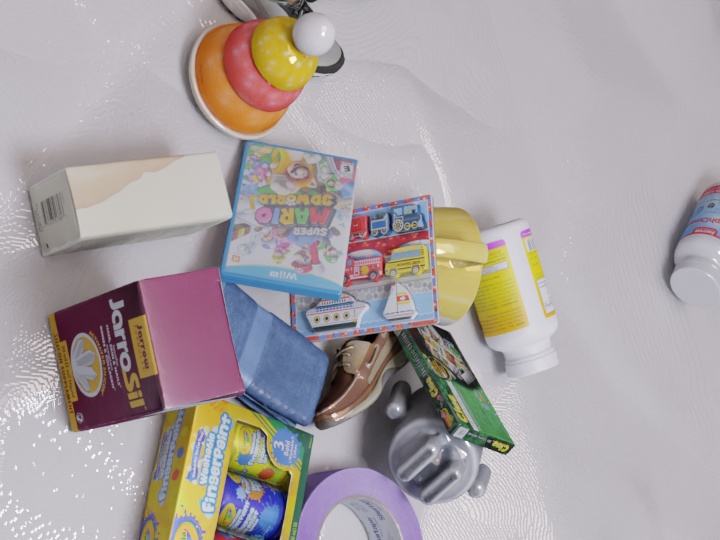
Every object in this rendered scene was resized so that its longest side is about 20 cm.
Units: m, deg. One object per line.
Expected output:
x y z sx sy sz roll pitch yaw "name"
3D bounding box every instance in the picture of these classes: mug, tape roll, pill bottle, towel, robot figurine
0.060 -0.025 1.662 0.151 0.187 0.151 8 49 -30 "mug"
-0.017 0.336 1.570 0.198 0.065 0.204 11 72 -37 "tape roll"
0.567 -0.040 2.136 0.109 0.108 0.201 49 52 -19 "pill bottle"
-0.128 0.094 1.547 0.199 0.048 0.113 38 55 -26 "towel"
0.205 0.039 1.809 0.103 0.104 0.203 -17 91 -41 "pill bottle"
0.097 0.209 1.641 0.170 0.113 0.200 48 20 -7 "robot figurine"

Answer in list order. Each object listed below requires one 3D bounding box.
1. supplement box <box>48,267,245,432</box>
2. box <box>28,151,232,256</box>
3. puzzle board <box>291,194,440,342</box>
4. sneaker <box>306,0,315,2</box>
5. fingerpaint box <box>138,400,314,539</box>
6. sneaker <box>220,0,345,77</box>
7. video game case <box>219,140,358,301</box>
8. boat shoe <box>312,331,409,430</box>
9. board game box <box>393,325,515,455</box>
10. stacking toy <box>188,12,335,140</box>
-0.222 0.085 1.368 0.102 0.199 0.133 -9 83 -41 "supplement box"
-0.249 -0.074 1.457 0.198 0.094 0.079 -11 85 -43 "box"
0.000 0.000 1.585 0.017 0.197 0.153 19 65 -58 "puzzle board"
-0.003 -0.392 1.762 0.200 0.073 0.081 -39 106 -39 "sneaker"
-0.148 0.256 1.471 0.166 0.073 0.203 26 63 -33 "fingerpaint box"
-0.091 -0.316 1.663 0.199 0.079 0.075 39 55 -28 "sneaker"
-0.081 -0.062 1.570 0.141 0.018 0.202 10 54 -4 "video game case"
-0.006 0.121 1.634 0.072 0.075 0.200 56 41 -10 "boat shoe"
0.108 0.134 1.616 0.104 0.023 0.201 27 24 -40 "board game box"
-0.096 -0.246 1.559 0.145 0.199 0.149 11 72 -38 "stacking toy"
